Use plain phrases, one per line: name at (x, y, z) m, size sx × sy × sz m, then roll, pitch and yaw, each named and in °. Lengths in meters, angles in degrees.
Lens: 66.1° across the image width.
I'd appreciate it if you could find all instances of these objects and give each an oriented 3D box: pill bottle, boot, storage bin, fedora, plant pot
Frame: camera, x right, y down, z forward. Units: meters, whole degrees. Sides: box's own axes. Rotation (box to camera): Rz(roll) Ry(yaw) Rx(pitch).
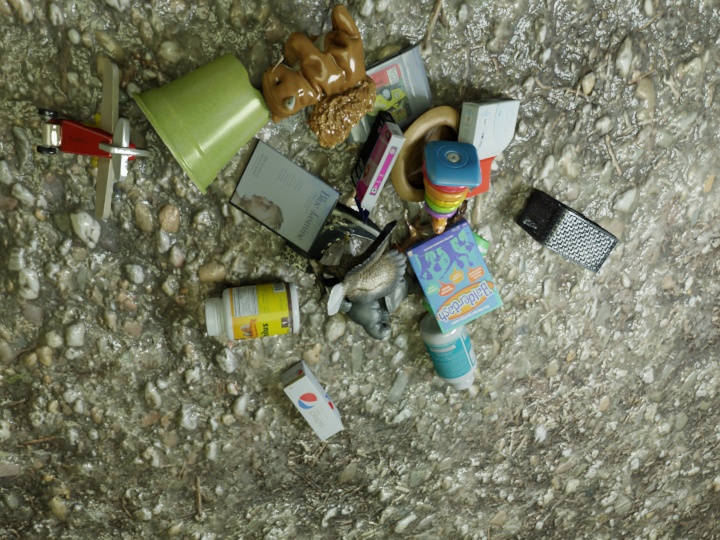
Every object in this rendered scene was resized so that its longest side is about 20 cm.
pill bottle at (0.224, 0.199, 1.368) m, size 0.108 × 0.111 × 0.204 m, roll -25°, pitch 119°, yaw -1°
boot at (-0.063, -0.063, 1.182) m, size 0.198 × 0.074 × 0.157 m, roll 22°, pitch 106°, yaw -15°
storage bin at (0.476, -0.092, 1.276) m, size 0.195 × 0.136 × 0.096 m, roll 23°, pitch 110°, yaw -24°
fedora at (0.128, -0.244, 1.130) m, size 0.195 × 0.082 × 0.207 m, roll -19°, pitch 127°, yaw -26°
pill bottle at (-0.232, 0.089, 1.194) m, size 0.192 × 0.110 × 0.113 m, roll -6°, pitch 118°, yaw -11°
plant pot at (-0.264, -0.273, 0.975) m, size 0.182 × 0.200 × 0.203 m, roll -36°, pitch 120°, yaw -7°

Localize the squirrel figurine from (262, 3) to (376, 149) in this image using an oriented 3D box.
squirrel figurine at (-0.073, -0.315, 0.970) m, size 0.187 × 0.140 × 0.202 m, roll -45°, pitch 113°, yaw -22°

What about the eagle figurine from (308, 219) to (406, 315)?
eagle figurine at (-0.001, -0.008, 1.112) m, size 0.192 × 0.152 × 0.157 m, roll -11°, pitch 99°, yaw 4°

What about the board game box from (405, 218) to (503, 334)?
board game box at (0.205, 0.014, 1.212) m, size 0.148 × 0.045 × 0.205 m, roll -26°, pitch 100°, yaw 8°

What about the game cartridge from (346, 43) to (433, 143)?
game cartridge at (0.045, -0.341, 1.098) m, size 0.195 × 0.041 × 0.136 m, roll -26°, pitch 123°, yaw -1°

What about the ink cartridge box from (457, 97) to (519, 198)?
ink cartridge box at (0.258, -0.247, 1.149) m, size 0.158 × 0.046 × 0.207 m, roll -22°, pitch 124°, yaw -43°

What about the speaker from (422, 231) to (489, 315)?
speaker at (0.219, 0.008, 1.279) m, size 0.086 × 0.089 × 0.205 m, roll 21°, pitch 103°, yaw -23°

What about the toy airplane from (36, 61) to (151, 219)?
toy airplane at (-0.443, -0.224, 0.967) m, size 0.197 × 0.141 × 0.203 m, roll -33°, pitch 88°, yaw 19°

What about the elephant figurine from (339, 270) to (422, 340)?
elephant figurine at (0.058, 0.042, 1.253) m, size 0.141 × 0.155 × 0.201 m, roll 40°, pitch 91°, yaw 6°

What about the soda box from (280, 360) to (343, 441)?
soda box at (-0.118, 0.323, 1.366) m, size 0.067 × 0.064 × 0.203 m, roll -29°, pitch 119°, yaw 1°

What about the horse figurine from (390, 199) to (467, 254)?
horse figurine at (0.159, -0.100, 1.235) m, size 0.193 × 0.050 × 0.136 m, roll -14°, pitch 129°, yaw -14°

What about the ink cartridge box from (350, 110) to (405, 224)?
ink cartridge box at (0.023, -0.202, 1.100) m, size 0.036 × 0.096 × 0.204 m, roll 7°, pitch 128°, yaw -24°

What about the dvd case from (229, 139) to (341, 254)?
dvd case at (-0.152, -0.144, 1.112) m, size 0.196 × 0.018 × 0.145 m, roll 32°, pitch 106°, yaw -3°

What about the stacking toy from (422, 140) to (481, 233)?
stacking toy at (0.166, -0.149, 1.106) m, size 0.105 × 0.119 × 0.203 m, roll 3°, pitch 142°, yaw -2°
